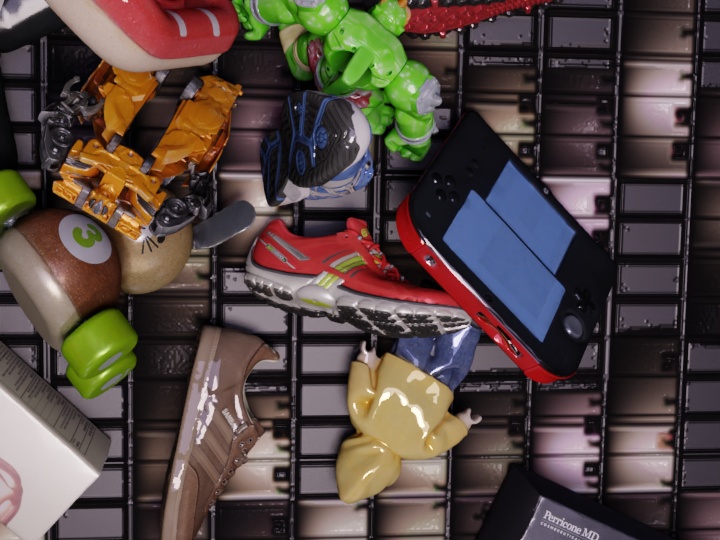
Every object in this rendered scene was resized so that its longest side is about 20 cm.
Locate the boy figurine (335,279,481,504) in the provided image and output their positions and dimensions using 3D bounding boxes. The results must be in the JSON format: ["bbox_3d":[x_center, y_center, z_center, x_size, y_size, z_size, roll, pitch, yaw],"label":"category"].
[{"bbox_3d":[0.043,0.114,1.124,0.124,0.064,0.201,26,94,-6],"label":"boy figurine"}]

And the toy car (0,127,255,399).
[{"bbox_3d":[-0.187,-0.027,1.044,0.199,0.158,0.165,-36,83,-18],"label":"toy car"}]

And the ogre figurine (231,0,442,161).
[{"bbox_3d":[-0.006,-0.167,1.050,0.098,0.120,0.201,-35,98,-21],"label":"ogre figurine"}]

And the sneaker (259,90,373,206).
[{"bbox_3d":[-0.024,-0.099,1.029,0.076,0.200,0.077,-6,88,-18],"label":"sneaker"}]

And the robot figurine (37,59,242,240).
[{"bbox_3d":[-0.168,-0.102,1.010,0.144,0.201,0.058,32,133,-9],"label":"robot figurine"}]

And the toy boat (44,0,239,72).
[{"bbox_3d":[-0.151,-0.231,0.975,0.131,0.200,0.131,46,114,6],"label":"toy boat"}]

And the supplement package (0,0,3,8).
[{"bbox_3d":[-0.386,-0.187,0.930,0.198,0.147,0.193,22,95,1],"label":"supplement package"}]

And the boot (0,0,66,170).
[{"bbox_3d":[-0.281,-0.185,1.046,0.162,0.073,0.199,-30,99,-6],"label":"boot"}]

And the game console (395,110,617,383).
[{"bbox_3d":[0.127,-0.021,1.083,0.200,0.031,0.177,46,47,-11],"label":"game console"}]

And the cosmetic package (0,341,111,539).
[{"bbox_3d":[-0.307,0.116,1.061,0.200,0.103,0.087,44,92,-8],"label":"cosmetic package"}]

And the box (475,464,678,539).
[{"bbox_3d":[0.191,0.302,1.146,0.199,0.104,0.183,26,94,-10],"label":"box"}]

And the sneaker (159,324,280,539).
[{"bbox_3d":[-0.121,0.150,1.104,0.075,0.070,0.202,12,96,-10],"label":"sneaker"}]

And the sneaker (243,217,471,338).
[{"bbox_3d":[0.000,0.000,1.076,0.198,0.077,0.086,14,75,14],"label":"sneaker"}]

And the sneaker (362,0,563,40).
[{"bbox_3d":[0.094,-0.258,1.093,0.198,0.079,0.096,-13,76,-4],"label":"sneaker"}]
